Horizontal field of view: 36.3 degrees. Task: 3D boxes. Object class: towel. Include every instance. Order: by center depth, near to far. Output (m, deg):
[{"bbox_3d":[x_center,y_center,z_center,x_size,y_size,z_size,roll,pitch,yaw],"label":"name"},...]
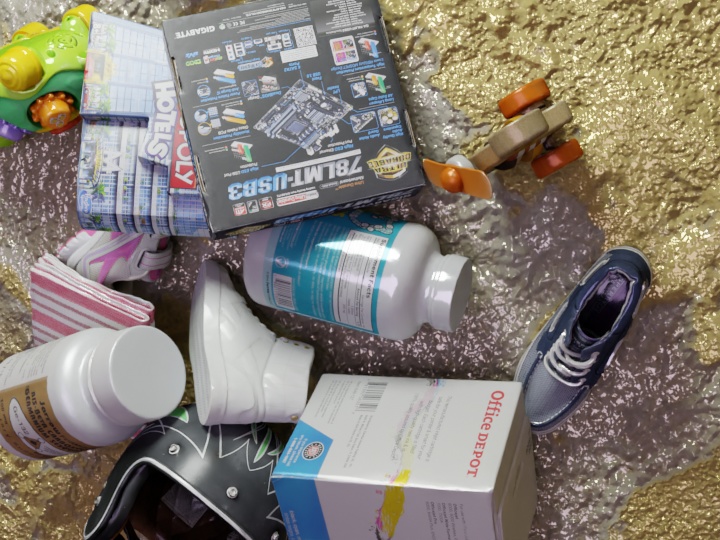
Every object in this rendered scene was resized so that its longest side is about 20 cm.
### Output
[{"bbox_3d":[-0.279,0.086,1.158,0.146,0.030,0.200,24,132,16],"label":"towel"}]

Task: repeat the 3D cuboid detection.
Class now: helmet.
[{"bbox_3d":[-0.152,0.222,1.073,0.200,0.200,0.191,45,99,8],"label":"helmet"}]

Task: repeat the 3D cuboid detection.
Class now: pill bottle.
[{"bbox_3d":[0.000,0.000,1.025,0.199,0.111,0.111,14,104,17],"label":"pill bottle"},{"bbox_3d":[-0.268,0.118,1.075,0.200,0.114,0.115,-18,93,39],"label":"pill bottle"}]

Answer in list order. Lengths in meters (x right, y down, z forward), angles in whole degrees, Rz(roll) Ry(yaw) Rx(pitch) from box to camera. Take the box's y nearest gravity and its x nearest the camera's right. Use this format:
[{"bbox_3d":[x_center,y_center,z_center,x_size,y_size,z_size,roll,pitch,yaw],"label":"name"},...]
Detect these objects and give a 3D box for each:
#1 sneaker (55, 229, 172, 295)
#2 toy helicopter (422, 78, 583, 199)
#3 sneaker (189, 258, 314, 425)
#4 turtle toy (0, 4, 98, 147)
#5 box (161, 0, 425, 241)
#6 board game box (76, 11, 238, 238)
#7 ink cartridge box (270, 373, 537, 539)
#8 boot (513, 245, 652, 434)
[{"bbox_3d":[-0.220,-0.039,1.122,0.200,0.081,0.088,-42,85,30],"label":"sneaker"},{"bbox_3d":[0.117,-0.103,0.914,0.132,0.200,0.079,-28,89,5],"label":"toy helicopter"},{"bbox_3d":[-0.105,0.073,1.081,0.115,0.200,0.074,6,134,-19],"label":"sneaker"},{"bbox_3d":[-0.337,-0.184,1.113,0.199,0.146,0.101,-9,119,33],"label":"turtle toy"},{"bbox_3d":[-0.061,-0.145,0.988,0.199,0.050,0.199,-14,85,-9],"label":"box"},{"bbox_3d":[-0.159,-0.136,1.035,0.199,0.062,0.201,2,77,0],"label":"board game box"},{"bbox_3d":[0.048,0.197,1.001,0.199,0.147,0.145,1,123,21],"label":"ink cartridge box"},{"bbox_3d":[0.187,0.069,0.977,0.073,0.090,0.200,30,108,13],"label":"boot"}]
